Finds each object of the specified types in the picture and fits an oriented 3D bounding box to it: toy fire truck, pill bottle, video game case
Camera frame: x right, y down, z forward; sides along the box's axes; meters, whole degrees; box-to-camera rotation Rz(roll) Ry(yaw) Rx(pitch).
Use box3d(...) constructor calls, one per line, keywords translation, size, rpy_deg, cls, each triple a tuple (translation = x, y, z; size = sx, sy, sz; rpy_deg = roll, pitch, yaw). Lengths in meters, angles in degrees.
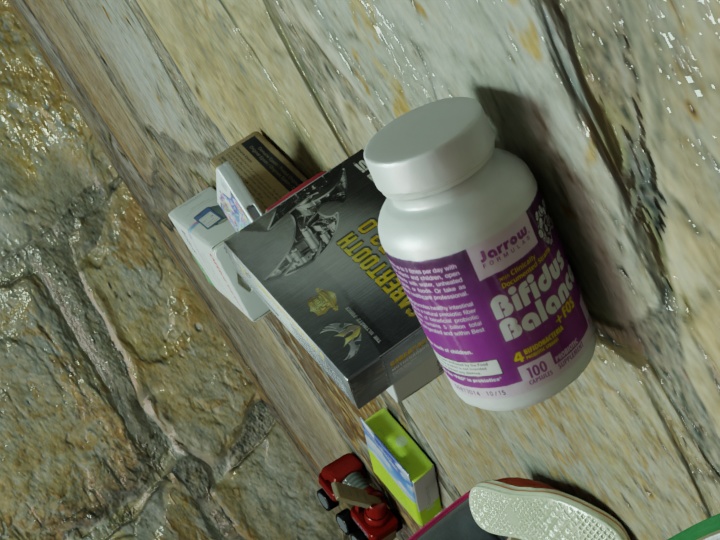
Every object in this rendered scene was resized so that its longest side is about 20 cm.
box3d(translation=(-0.015, 0.415, 2.006), size=(0.176, 0.129, 0.200), rpy_deg=(46, 151, 34), cls="toy fire truck")
box3d(translation=(0.079, -0.012, 0.731), size=(0.112, 0.112, 0.200), rpy_deg=(30, 152, 59), cls="pill bottle")
box3d(translation=(-0.096, -0.013, 1.160), size=(0.200, 0.018, 0.143), rpy_deg=(57, 169, 6), cls="video game case")

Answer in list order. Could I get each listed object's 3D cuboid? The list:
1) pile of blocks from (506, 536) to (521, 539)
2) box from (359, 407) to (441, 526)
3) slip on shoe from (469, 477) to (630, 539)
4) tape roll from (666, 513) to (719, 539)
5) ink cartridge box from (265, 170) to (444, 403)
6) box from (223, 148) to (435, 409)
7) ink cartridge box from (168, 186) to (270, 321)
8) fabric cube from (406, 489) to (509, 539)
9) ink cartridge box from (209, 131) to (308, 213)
box3d(translation=(0.229, 0.325, 1.072), size=(0.200, 0.082, 0.062), rpy_deg=(37, 159, 13), cls="pile of blocks")
box3d(translation=(0.061, 0.289, 1.588), size=(0.122, 0.048, 0.200), rpy_deg=(46, 163, 30), cls="box")
box3d(translation=(0.190, 0.241, 1.054), size=(0.200, 0.061, 0.074), rpy_deg=(3, 103, 57), cls="slip on shoe")
box3d(translation=(0.207, 0.209, 0.627), size=(0.048, 0.200, 0.200), rpy_deg=(55, 166, -1), cls="tape roll")
box3d(translation=(0.002, 0.015, 1.096), size=(0.200, 0.086, 0.148), rpy_deg=(47, 163, 38), cls="ink cartridge box")
box3d(translation=(0.000, 0.000, 0.922), size=(0.200, 0.158, 0.048), rpy_deg=(45, 163, 37), cls="box")
box3d(translation=(-0.199, -0.027, 1.653), size=(0.200, 0.087, 0.145), rpy_deg=(36, 156, 57), cls="ink cartridge box")
box3d(translation=(0.147, 0.413, 1.285), size=(0.200, 0.196, 0.200), rpy_deg=(58, 165, -7), cls="fabric cube")
box3d(translation=(-0.085, -0.041, 1.274), size=(0.165, 0.075, 0.200), rpy_deg=(44, 161, 35), cls="ink cartridge box")
